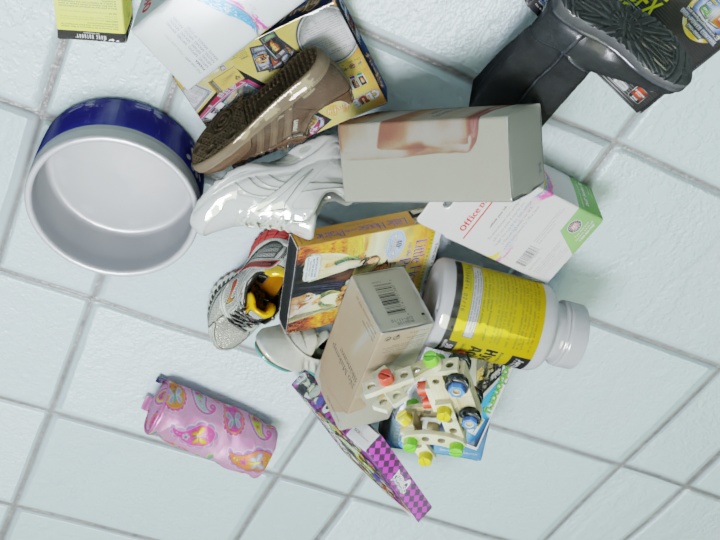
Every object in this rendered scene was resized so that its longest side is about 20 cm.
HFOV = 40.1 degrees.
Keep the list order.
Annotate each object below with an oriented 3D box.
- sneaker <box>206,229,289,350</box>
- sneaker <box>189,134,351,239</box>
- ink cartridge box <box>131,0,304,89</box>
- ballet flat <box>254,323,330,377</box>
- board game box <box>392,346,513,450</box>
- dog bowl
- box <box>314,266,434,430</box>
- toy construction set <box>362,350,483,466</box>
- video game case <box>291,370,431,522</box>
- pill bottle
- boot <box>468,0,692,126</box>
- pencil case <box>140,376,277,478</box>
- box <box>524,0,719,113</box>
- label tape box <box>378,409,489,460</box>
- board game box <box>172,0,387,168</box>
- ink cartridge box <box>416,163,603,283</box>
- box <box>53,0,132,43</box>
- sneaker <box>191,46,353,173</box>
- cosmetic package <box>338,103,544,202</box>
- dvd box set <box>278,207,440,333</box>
[{"bbox_3d":[-0.142,0.037,1.256,0.077,0.083,0.201,22,128,-20],"label":"sneaker"},{"bbox_3d":[-0.092,-0.074,1.103,0.197,0.101,0.078,-25,171,-8],"label":"sneaker"},{"bbox_3d":[-0.112,-0.285,0.927,0.198,0.147,0.083,-31,125,24],"label":"ink cartridge box"},{"bbox_3d":[-0.072,0.097,1.291,0.068,0.071,0.200,-21,160,17],"label":"ballet flat"},{"bbox_3d":[0.137,0.124,1.305,0.124,0.035,0.203,21,100,-12],"label":"board game box"},{"bbox_3d":[-0.280,-0.093,1.139,0.195,0.080,0.203,-1,132,-1],"label":"dog bowl"},{"bbox_3d":[0.013,0.100,1.229,0.076,0.096,0.202,-9,141,-27],"label":"box"},{"bbox_3d":[0.080,0.161,1.204,0.128,0.094,0.201,-8,146,19],"label":"toy construction set"},{"bbox_3d":[0.002,0.246,1.386,0.036,0.180,0.201,-43,134,-13],"label":"video game case"},{"bbox_3d":[0.178,0.060,1.220,0.196,0.113,0.113,13,131,-10],"label":"pill bottle"},{"bbox_3d":[0.219,-0.193,1.020,0.163,0.066,0.200,32,148,-6],"label":"boot"},{"bbox_3d":[-0.218,0.229,1.429,0.197,0.088,0.088,26,127,-22],"label":"pencil case"},{"bbox_3d":[0.286,-0.278,1.012,0.199,0.045,0.160,35,124,-28],"label":"box"},{"bbox_3d":[0.115,0.148,1.360,0.141,0.063,0.204,10,101,-10],"label":"label tape box"},{"bbox_3d":[-0.085,-0.205,1.075,0.196,0.035,0.136,-20,129,16],"label":"board game box"},{"bbox_3d":[0.172,-0.078,1.172,0.197,0.068,0.118,23,126,-21],"label":"ink cartridge box"},{"bbox_3d":[-0.265,-0.323,0.955,0.073,0.051,0.203,2,132,-3],"label":"box"},{"bbox_3d":[-0.094,-0.151,1.053,0.198,0.071,0.075,-32,131,26],"label":"sneaker"},{"bbox_3d":[0.085,-0.124,1.044,0.196,0.103,0.089,3,106,29],"label":"cosmetic package"},{"bbox_3d":[0.000,0.000,1.211,0.196,0.030,0.148,-11,137,-24],"label":"dvd box set"}]
